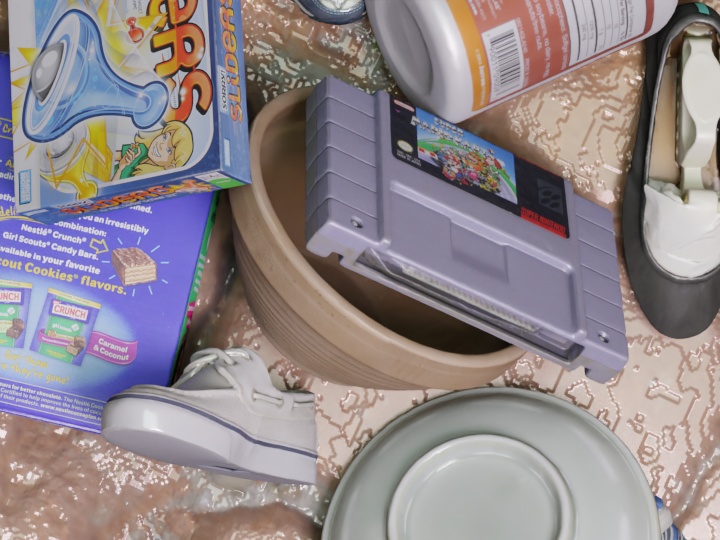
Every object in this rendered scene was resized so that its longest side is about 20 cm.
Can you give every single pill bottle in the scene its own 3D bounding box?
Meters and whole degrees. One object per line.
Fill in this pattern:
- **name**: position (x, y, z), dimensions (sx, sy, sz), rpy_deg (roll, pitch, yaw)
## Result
- **pill bottle**: position (0.111, -0.171, 1.604), dimensions (0.200, 0.112, 0.112), rpy_deg (-25, 90, -17)

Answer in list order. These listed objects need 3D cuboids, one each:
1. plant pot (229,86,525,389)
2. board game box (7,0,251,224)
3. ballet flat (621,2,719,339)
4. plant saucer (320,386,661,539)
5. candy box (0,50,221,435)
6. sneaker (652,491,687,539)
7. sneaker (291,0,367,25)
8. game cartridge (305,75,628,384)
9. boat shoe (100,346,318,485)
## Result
- **plant pot**: position (0.000, 0.000, 1.578), dimensions (0.201, 0.201, 0.093), rpy_deg (39, 125, -2)
- **board game box**: position (-0.130, -0.135, 1.529), dimensions (0.135, 0.034, 0.201), rpy_deg (-11, 75, 26)
- **ballet flat**: position (0.190, -0.060, 1.635), dimensions (0.068, 0.068, 0.201), rpy_deg (0, 89, -5)
- **plant saucer**: position (0.071, 0.151, 1.586), dimensions (0.200, 0.050, 0.201), rpy_deg (-5, 62, 10)
- **candy box**: position (-0.174, -0.015, 1.603), dimensions (0.169, 0.077, 0.201), rpy_deg (14, 89, -3)
- **sneaker**: position (0.126, 0.224, 1.622), dimensions (0.085, 0.077, 0.200), rpy_deg (44, 86, -6)
- **sneaker**: position (-0.021, -0.244, 1.615), dimensions (0.077, 0.086, 0.201), rpy_deg (-3, 88, -3)
- **game cartridge**: position (0.060, -0.026, 1.543), dimensions (0.200, 0.038, 0.130), rpy_deg (24, 43, -23)
- **boat shoe**: position (-0.079, 0.076, 1.559), dimensions (0.071, 0.200, 0.070), rpy_deg (1, 80, 30)
